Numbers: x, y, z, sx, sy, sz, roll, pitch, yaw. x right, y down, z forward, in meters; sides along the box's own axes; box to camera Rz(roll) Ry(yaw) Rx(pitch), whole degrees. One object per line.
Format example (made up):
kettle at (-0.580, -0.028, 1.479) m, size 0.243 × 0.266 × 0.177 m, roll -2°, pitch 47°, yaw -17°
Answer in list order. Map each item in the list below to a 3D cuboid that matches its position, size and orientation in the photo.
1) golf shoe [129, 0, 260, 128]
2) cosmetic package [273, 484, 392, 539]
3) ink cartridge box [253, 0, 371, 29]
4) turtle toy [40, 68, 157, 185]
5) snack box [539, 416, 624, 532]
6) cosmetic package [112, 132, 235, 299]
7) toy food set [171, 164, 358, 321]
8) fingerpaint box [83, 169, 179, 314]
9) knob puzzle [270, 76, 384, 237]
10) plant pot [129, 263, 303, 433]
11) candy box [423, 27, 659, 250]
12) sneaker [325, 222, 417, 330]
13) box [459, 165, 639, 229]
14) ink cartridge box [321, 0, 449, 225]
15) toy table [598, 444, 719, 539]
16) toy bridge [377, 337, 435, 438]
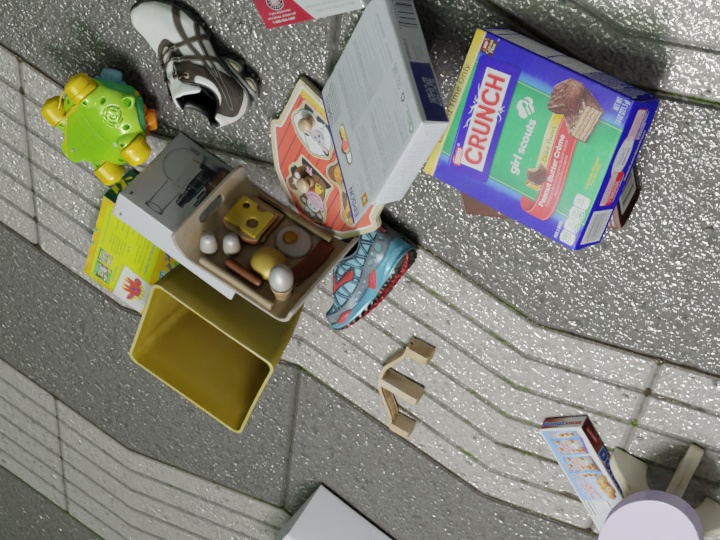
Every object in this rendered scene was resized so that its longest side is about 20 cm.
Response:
golf shoe at (-0.222, -0.261, 1.688) m, size 0.199 × 0.095 × 0.078 m, roll 39°, pitch 142°, yaw 1°
cosmetic package at (-0.051, 0.498, 2.271) m, size 0.199 × 0.123 × 0.200 m, roll 36°, pitch 141°, yaw -1°
ink cartridge box at (-0.056, -0.384, 1.401) m, size 0.144 × 0.145 × 0.201 m, roll -3°, pitch 125°, yaw 39°
turtle toy at (-0.354, -0.201, 1.839) m, size 0.146 × 0.101 × 0.199 m, roll 49°, pitch 140°, yaw -13°
snack box at (0.322, 0.285, 1.857) m, size 0.071 × 0.024 × 0.201 m, roll -9°, pitch 122°, yaw 43°
cosmetic package at (-0.210, -0.076, 1.812) m, size 0.199 × 0.151 × 0.052 m, roll 35°, pitch 141°, yaw 2°
toy food set at (-0.122, -0.040, 1.721) m, size 0.199 × 0.144 × 0.061 m, roll 33°, pitch 153°, yaw 17°
fingerpaint box at (-0.312, -0.027, 1.999) m, size 0.166 × 0.074 × 0.201 m, roll 35°, pitch 141°, yaw 5°
knob puzzle at (-0.051, -0.119, 1.712) m, size 0.218 × 0.030 × 0.222 m, roll 27°, pitch 135°, yaw 30°
plant pot at (-0.185, 0.071, 1.915) m, size 0.199 × 0.177 × 0.201 m, roll 34°, pitch 142°, yaw 3°
candy box at (0.187, -0.143, 1.421) m, size 0.199 × 0.077 × 0.171 m, roll 30°, pitch 111°, yaw 28°
sneaker at (0.000, 0.000, 1.803) m, size 0.096 × 0.079 × 0.200 m, roll 48°, pitch 135°, yaw 8°
box at (0.208, -0.113, 1.521) m, size 0.198 × 0.075 × 0.101 m, roll 7°, pitch 132°, yaw 30°
ink cartridge box at (0.024, -0.186, 1.518) m, size 0.040 × 0.202 × 0.200 m, roll 0°, pitch 150°, yaw -25°
toy table at (0.394, 0.323, 1.768) m, size 0.183 × 0.117 × 0.201 m, roll 35°, pitch 140°, yaw 3°
toy bridge at (0.059, 0.167, 1.942) m, size 0.067 × 0.027 × 0.201 m, roll 29°, pitch 140°, yaw 15°
